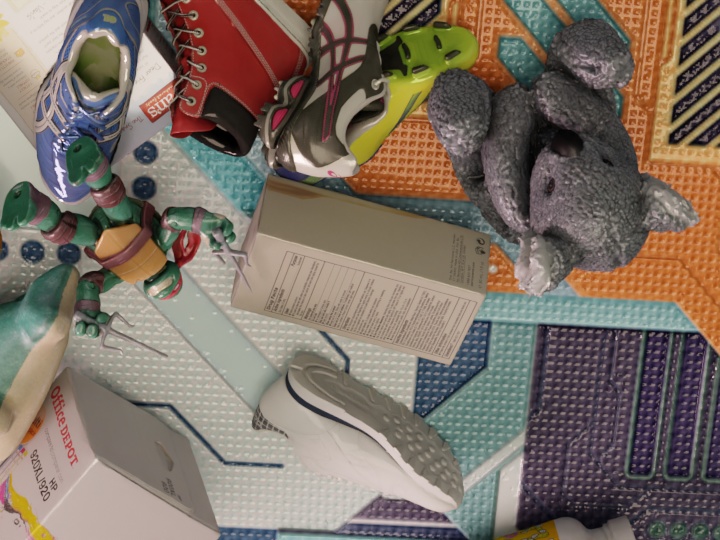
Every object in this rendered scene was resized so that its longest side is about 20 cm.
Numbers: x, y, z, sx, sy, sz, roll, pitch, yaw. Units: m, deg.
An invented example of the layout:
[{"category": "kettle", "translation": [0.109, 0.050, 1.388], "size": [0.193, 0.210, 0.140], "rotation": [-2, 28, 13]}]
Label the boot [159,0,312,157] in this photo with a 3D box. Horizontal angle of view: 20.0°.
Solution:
[{"category": "boot", "translation": [-0.139, -0.189, 1.618], "size": [0.200, 0.072, 0.145], "rotation": [43, 60, -16]}]

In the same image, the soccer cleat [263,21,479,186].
[{"category": "soccer cleat", "translation": [0.012, -0.136, 1.698], "size": [0.199, 0.065, 0.084], "rotation": [-31, 138, 3]}]

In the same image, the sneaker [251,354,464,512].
[{"category": "sneaker", "translation": [0.001, 0.155, 1.791], "size": [0.199, 0.077, 0.081], "rotation": [35, 115, -9]}]

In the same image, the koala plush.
[{"category": "koala plush", "translation": [0.172, -0.066, 1.632], "size": [0.176, 0.200, 0.185], "rotation": [-23, 126, -7]}]

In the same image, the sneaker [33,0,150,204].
[{"category": "sneaker", "translation": [-0.218, -0.134, 1.597], "size": [0.075, 0.077, 0.201], "rotation": [12, 123, -6]}]

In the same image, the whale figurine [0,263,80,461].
[{"category": "whale figurine", "translation": [-0.301, 0.069, 1.687], "size": [0.103, 0.160, 0.200], "rotation": [27, 131, -14]}]

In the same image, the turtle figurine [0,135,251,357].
[{"category": "turtle figurine", "translation": [-0.186, -0.015, 1.628], "size": [0.150, 0.101, 0.200], "rotation": [-47, 129, -1]}]

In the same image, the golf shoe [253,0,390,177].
[{"category": "golf shoe", "translation": [-0.007, -0.159, 1.631], "size": [0.087, 0.077, 0.201], "rotation": [18, 71, 18]}]

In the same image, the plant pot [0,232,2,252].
[{"category": "plant pot", "translation": [-0.397, -0.026, 1.645], "size": [0.183, 0.201, 0.201], "rotation": [31, 105, -29]}]

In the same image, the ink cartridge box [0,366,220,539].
[{"category": "ink cartridge box", "translation": [-0.244, 0.218, 1.734], "size": [0.144, 0.147, 0.200], "rotation": [35, 103, -32]}]

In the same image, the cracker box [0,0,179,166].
[{"category": "cracker box", "translation": [-0.241, -0.182, 1.659], "size": [0.133, 0.058, 0.201], "rotation": [-33, 107, 10]}]

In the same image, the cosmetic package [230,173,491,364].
[{"category": "cosmetic package", "translation": [0.000, 0.000, 1.710], "size": [0.198, 0.072, 0.106], "rotation": [16, 138, -9]}]

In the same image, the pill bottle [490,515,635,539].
[{"category": "pill bottle", "translation": [0.153, 0.283, 1.819], "size": [0.198, 0.104, 0.105], "rotation": [-18, 109, 3]}]
